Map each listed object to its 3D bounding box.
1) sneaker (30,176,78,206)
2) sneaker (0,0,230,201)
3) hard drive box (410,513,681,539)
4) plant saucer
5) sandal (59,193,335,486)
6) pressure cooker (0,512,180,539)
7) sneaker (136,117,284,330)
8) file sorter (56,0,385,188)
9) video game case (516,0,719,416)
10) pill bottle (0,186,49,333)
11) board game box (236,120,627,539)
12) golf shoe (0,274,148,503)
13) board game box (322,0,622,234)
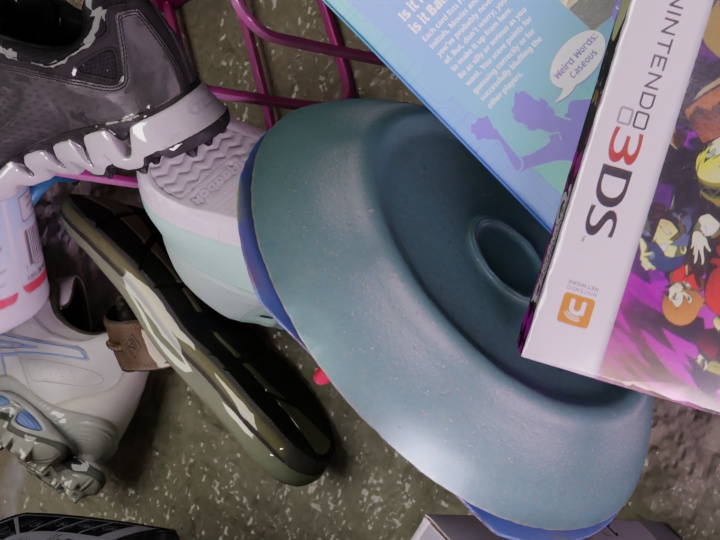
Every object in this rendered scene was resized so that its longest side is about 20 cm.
[{"bbox_3d":[-0.227,-0.033,1.170,0.200,0.073,0.082,-40,59,20],"label":"sneaker"},{"bbox_3d":[-0.154,-0.075,0.950,0.200,0.066,0.091,-12,110,29],"label":"sneaker"},{"bbox_3d":[0.046,0.196,0.868,0.077,0.156,0.200,46,113,36],"label":"hard drive box"},{"bbox_3d":[0.047,0.005,0.859,0.036,0.200,0.200,-42,60,32],"label":"plant saucer"},{"bbox_3d":[-0.089,0.033,1.053,0.057,0.080,0.201,-51,56,21],"label":"sandal"},{"bbox_3d":[-0.103,0.201,0.981,0.200,0.178,0.176,2,75,45],"label":"pressure cooker"},{"bbox_3d":[0.000,0.000,0.998,0.200,0.118,0.074,24,71,11],"label":"sneaker"},{"bbox_3d":[-0.058,-0.130,1.009,0.200,0.139,0.126,-29,68,35],"label":"file sorter"},{"bbox_3d":[0.175,-0.028,0.786,0.199,0.036,0.182,17,98,1],"label":"video game case"},{"bbox_3d":[-0.219,-0.068,1.069,0.109,0.109,0.201,6,111,41],"label":"pill bottle"},{"bbox_3d":[0.021,0.031,0.872,0.200,0.158,0.039,44,122,-4],"label":"board game box"},{"bbox_3d":[-0.178,0.042,1.152,0.200,0.078,0.097,25,76,40],"label":"golf shoe"},{"bbox_3d":[0.086,-0.108,0.846,0.152,0.045,0.200,-45,82,14],"label":"board game box"}]
